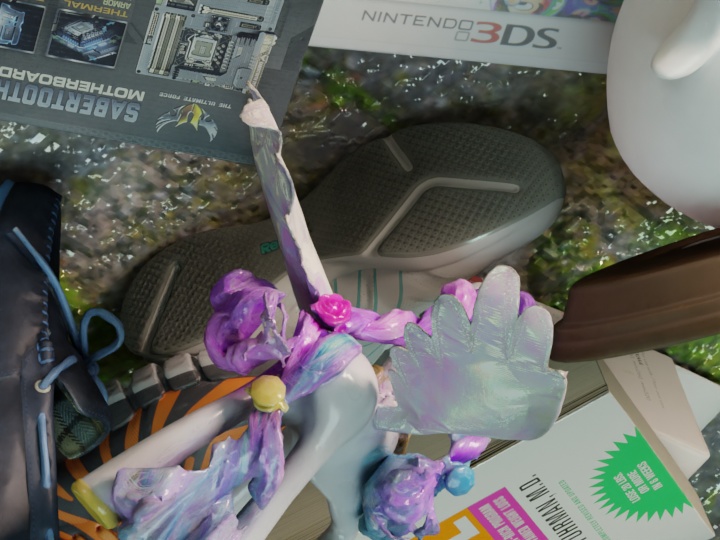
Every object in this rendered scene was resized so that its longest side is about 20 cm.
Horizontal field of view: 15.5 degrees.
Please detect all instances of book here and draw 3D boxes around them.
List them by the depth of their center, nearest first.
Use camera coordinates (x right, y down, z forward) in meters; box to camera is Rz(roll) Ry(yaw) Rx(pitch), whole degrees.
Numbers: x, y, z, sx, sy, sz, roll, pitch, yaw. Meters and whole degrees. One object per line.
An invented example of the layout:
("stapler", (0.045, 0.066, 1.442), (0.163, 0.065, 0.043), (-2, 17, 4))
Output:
("book", (0.043, 0.121, 1.178), (0.200, 0.048, 0.134), (-29, 136, 10))

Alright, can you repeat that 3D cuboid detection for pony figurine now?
("pony figurine", (-0.012, 0.045, 1.009), (0.200, 0.167, 0.193), (-41, 157, -11))

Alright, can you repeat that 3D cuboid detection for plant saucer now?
("plant saucer", (0.168, -0.005, 1.064), (0.199, 0.200, 0.030), (-18, 92, 1))

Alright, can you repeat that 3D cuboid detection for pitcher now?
("pitcher", (0.158, -0.107, 0.984), (0.171, 0.121, 0.200), (-12, 146, -42))

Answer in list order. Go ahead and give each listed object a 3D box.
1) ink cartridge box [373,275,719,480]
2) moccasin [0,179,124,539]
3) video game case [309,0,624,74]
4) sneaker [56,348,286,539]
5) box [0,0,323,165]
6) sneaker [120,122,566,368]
("ink cartridge box", (0.076, 0.082, 1.223), (0.200, 0.068, 0.117), (21, 123, -31))
("moccasin", (-0.132, 0.061, 1.061), (0.068, 0.201, 0.081), (6, 158, -2))
("video game case", (0.063, -0.164, 1.020), (0.181, 0.024, 0.200), (4, 130, -19))
("sneaker", (-0.096, 0.112, 1.110), (0.199, 0.112, 0.078), (-24, 148, 14))
("box", (-0.109, -0.126, 0.974), (0.199, 0.051, 0.158), (9, 129, -13))
("sneaker", (0.000, 0.000, 1.132), (0.200, 0.071, 0.080), (-22, 140, 16))
